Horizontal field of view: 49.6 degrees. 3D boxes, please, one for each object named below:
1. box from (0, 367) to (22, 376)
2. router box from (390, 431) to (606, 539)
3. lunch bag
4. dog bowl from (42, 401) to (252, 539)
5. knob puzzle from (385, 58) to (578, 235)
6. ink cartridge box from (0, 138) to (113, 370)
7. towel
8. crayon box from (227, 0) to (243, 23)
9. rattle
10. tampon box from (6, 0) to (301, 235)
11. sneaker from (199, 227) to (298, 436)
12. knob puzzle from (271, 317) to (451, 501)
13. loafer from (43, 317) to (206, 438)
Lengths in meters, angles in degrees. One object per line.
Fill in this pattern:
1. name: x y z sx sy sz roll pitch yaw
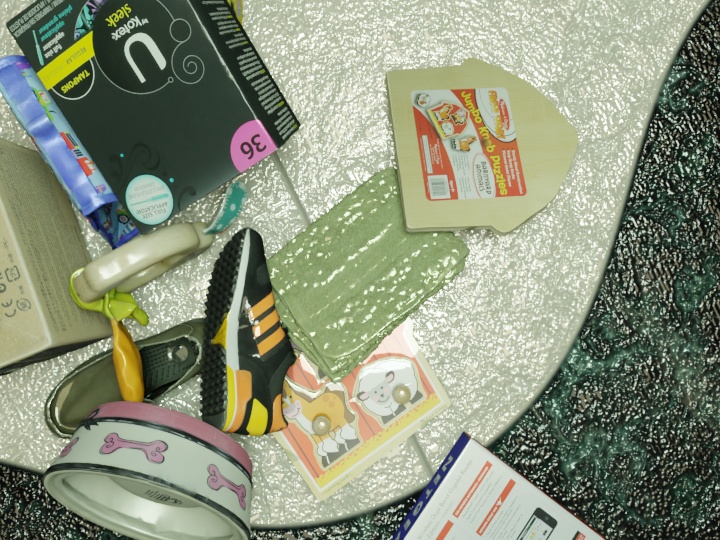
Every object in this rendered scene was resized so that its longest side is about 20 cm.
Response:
1. box: -0.384 0.007 0.723 0.047 0.200 0.197 -19 89 -5
2. router box: 0.125 0.303 0.800 0.178 0.049 0.202 36 87 0
3. lunch bag: -0.259 -0.113 0.731 0.093 0.200 0.152 -33 88 -3
4. dog bowl: -0.188 0.195 0.731 0.195 0.202 0.075 15 55 -1
5. knob puzzle: 0.130 -0.127 0.815 0.214 0.031 0.225 2 69 -6
6. ink cartridge box: -0.323 -0.016 0.743 0.074 0.165 0.204 -22 88 1
7. towel: 0.000 0.000 0.801 0.199 0.037 0.149 -41 74 -5
8. crayon box: -0.151 -0.342 0.782 0.049 0.127 0.206 -3 87 -2
9. rattle: -0.165 0.015 0.757 0.198 0.131 0.144 -26 72 -40
10. tampon box: -0.171 -0.166 0.684 0.148 0.127 0.202 -29 103 14
11. sneaker: -0.103 0.062 0.769 0.089 0.069 0.205 16 65 -32
12. knob puzzle: -0.026 0.107 0.814 0.214 0.030 0.226 0 87 -1
13. loafer: -0.234 0.106 0.787 0.197 0.070 0.076 -30 88 -3
